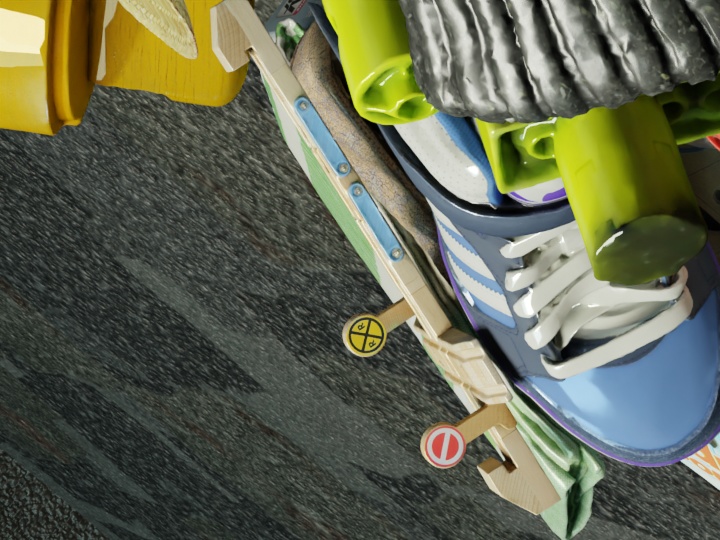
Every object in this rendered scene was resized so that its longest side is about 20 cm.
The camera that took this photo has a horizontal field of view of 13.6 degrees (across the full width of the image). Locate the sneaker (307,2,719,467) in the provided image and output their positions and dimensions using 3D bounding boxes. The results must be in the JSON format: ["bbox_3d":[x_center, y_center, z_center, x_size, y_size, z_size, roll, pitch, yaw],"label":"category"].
[{"bbox_3d":[0.057,-0.015,0.900,0.146,0.080,0.201,-84,-32,-79],"label":"sneaker"}]

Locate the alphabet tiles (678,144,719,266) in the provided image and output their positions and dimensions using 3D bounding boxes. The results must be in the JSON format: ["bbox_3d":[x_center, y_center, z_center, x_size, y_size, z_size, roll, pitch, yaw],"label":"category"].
[{"bbox_3d":[0.179,-0.020,0.969,0.166,0.006,0.200,39,148,-16],"label":"alphabet tiles"}]

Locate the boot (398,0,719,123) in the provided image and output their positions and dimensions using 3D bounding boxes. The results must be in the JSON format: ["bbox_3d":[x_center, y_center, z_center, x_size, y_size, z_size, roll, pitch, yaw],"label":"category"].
[{"bbox_3d":[-0.006,-0.110,0.702,0.210,0.080,0.158,5,142,31],"label":"boot"}]

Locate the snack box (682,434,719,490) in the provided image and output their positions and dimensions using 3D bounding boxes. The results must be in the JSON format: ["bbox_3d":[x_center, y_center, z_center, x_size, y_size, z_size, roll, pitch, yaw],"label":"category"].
[{"bbox_3d":[0.117,0.037,1.110,0.200,0.037,0.116,37,170,12],"label":"snack box"}]

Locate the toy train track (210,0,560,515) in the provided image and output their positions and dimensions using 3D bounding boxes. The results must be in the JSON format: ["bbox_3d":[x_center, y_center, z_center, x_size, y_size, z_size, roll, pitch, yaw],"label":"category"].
[{"bbox_3d":[0.000,0.000,1.002,0.200,0.032,0.115,58,175,-6],"label":"toy train track"}]

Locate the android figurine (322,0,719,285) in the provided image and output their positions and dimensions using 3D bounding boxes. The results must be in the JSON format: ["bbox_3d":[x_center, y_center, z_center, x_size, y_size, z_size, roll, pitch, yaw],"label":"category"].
[{"bbox_3d":[0.077,-0.095,0.785,0.041,0.181,0.201,76,180,-61],"label":"android figurine"}]

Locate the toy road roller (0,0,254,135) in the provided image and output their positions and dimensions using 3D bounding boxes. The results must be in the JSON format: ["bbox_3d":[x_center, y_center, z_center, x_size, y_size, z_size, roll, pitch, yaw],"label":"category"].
[{"bbox_3d":[-0.103,-0.132,1.100,0.145,0.200,0.123,9,131,3],"label":"toy road roller"}]

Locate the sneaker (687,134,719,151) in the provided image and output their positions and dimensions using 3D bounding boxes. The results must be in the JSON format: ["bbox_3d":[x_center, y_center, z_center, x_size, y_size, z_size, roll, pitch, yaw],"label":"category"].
[{"bbox_3d":[0.124,-0.046,0.859,0.067,0.108,0.201,42,150,-21],"label":"sneaker"}]

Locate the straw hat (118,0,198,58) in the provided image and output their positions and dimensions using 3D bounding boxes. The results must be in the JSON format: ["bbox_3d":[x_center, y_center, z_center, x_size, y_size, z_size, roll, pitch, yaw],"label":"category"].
[{"bbox_3d":[-0.088,-0.163,0.909,0.201,0.085,0.201,46,174,6],"label":"straw hat"}]

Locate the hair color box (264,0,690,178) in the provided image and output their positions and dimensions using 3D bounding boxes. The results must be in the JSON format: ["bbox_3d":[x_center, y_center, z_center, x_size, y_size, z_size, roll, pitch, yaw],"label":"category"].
[{"bbox_3d":[0.051,-0.082,1.098,0.099,0.061,0.200,41,166,-19],"label":"hair color box"}]

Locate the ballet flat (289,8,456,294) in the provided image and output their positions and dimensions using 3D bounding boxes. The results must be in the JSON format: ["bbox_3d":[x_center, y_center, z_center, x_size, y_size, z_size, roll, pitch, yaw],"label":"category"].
[{"bbox_3d":[0.052,-0.021,1.016,0.200,0.068,0.067,39,155,12],"label":"ballet flat"}]

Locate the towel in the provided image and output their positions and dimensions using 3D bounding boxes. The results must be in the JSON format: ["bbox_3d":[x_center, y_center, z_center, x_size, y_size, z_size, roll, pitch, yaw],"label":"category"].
[{"bbox_3d":[0.027,0.007,1.124,0.200,0.023,0.153,55,175,11],"label":"towel"}]
